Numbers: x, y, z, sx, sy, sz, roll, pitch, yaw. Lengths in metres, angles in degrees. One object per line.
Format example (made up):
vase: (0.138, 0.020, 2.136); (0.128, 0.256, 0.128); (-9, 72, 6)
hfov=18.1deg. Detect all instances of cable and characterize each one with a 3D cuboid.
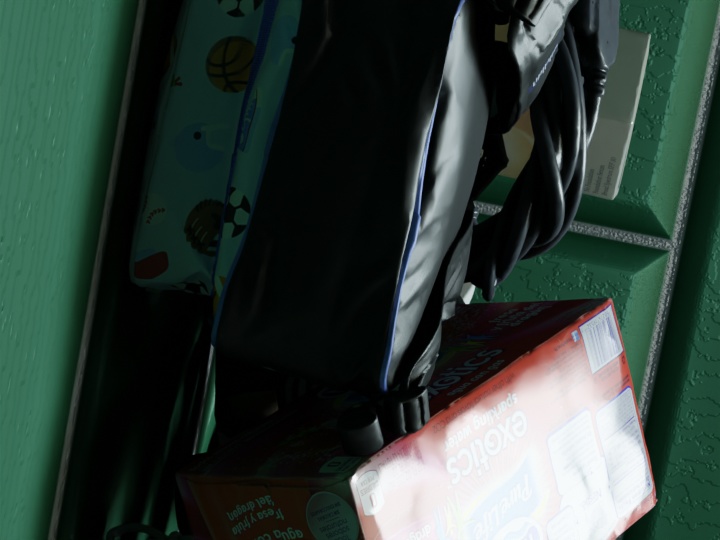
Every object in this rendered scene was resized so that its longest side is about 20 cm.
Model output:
cable: (0.050, -0.084, 1.034); (0.163, 0.051, 0.202); (-12, -110, 47)

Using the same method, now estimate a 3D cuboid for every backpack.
backpack: (-0.006, -0.049, 0.913); (0.190, 0.153, 0.201); (-19, 128, -77)

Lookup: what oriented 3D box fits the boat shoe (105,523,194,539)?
boat shoe: (-0.078, 0.143, 0.959); (0.199, 0.073, 0.069); (4, 89, -79)

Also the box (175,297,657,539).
box: (0.029, 0.091, 0.943); (0.200, 0.095, 0.100); (-30, 110, -47)

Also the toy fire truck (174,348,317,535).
toy fire truck: (-0.025, 0.063, 1.098); (0.200, 0.111, 0.169); (172, -90, -67)

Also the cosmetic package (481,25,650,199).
cosmetic package: (0.078, -0.118, 1.445); (0.105, 0.198, 0.072); (90, 14, -63)

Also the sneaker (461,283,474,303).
sneaker: (0.001, 0.063, 1.359); (0.200, 0.075, 0.088); (-54, -167, -18)

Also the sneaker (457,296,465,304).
sneaker: (0.000, -0.001, 1.149); (0.071, 0.200, 0.083); (-35, 161, 4)
